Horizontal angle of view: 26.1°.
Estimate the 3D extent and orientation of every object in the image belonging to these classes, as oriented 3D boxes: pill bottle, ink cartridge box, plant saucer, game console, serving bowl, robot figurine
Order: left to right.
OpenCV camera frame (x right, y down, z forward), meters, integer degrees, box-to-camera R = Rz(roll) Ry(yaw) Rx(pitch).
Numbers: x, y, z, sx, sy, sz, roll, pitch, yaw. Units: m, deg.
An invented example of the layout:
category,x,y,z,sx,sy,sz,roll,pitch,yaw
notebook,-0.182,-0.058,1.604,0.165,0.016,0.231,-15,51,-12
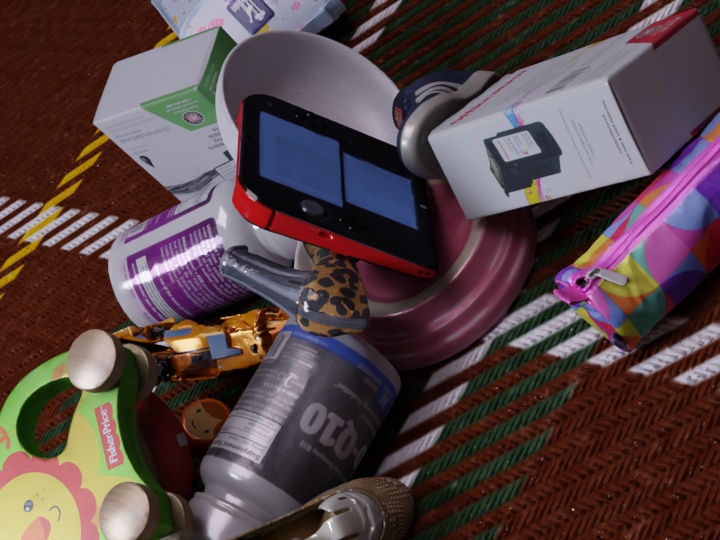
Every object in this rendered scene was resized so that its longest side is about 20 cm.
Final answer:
category,x,y,z,sx,sy,sz,roll,pitch,yaw
robot figurine,-0.146,0.069,1.412,0.198,0.145,0.059,-9,91,27
ink cartridge box,-0.139,-0.132,1.531,0.145,0.200,0.085,-13,49,36
pill bottle,-0.135,-0.021,1.493,0.199,0.112,0.113,-23,41,26
pill bottle,-0.060,0.147,1.258,0.113,0.114,0.201,9,61,47
serving bowl,-0.047,-0.127,1.434,0.066,0.198,0.202,125,158,-46
game console,-0.021,-0.075,1.294,0.201,0.175,0.031,-94,23,-58
plant saucer,0.057,-0.010,1.352,0.199,0.051,0.202,-26,40,23
ink cartridge box,0.176,-0.124,1.256,0.199,0.083,0.145,-14,19,49

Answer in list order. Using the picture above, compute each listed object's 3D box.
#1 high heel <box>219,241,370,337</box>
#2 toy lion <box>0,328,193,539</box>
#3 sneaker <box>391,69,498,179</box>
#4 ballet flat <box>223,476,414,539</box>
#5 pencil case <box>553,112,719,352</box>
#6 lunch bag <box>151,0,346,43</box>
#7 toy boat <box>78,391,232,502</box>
category,x,y,z,sx,sy,sz,roll,pitch,yaw
high heel,0.000,0.000,1.273,0.142,0.072,0.199,26,32,33
toy lion,-0.234,0.172,1.201,0.190,0.069,0.202,-24,66,18
sneaker,0.058,-0.131,1.386,0.084,0.076,0.200,5,19,23
ballet flat,-0.040,0.208,1.161,0.198,0.071,0.065,-25,-10,-20
pencil case,0.236,-0.028,1.174,0.200,0.088,0.088,-45,37,-3
lunch bag,-0.121,-0.291,1.731,0.169,0.127,0.200,-42,43,6
toy boat,-0.167,0.149,1.328,0.129,0.132,0.200,-21,-2,-12
